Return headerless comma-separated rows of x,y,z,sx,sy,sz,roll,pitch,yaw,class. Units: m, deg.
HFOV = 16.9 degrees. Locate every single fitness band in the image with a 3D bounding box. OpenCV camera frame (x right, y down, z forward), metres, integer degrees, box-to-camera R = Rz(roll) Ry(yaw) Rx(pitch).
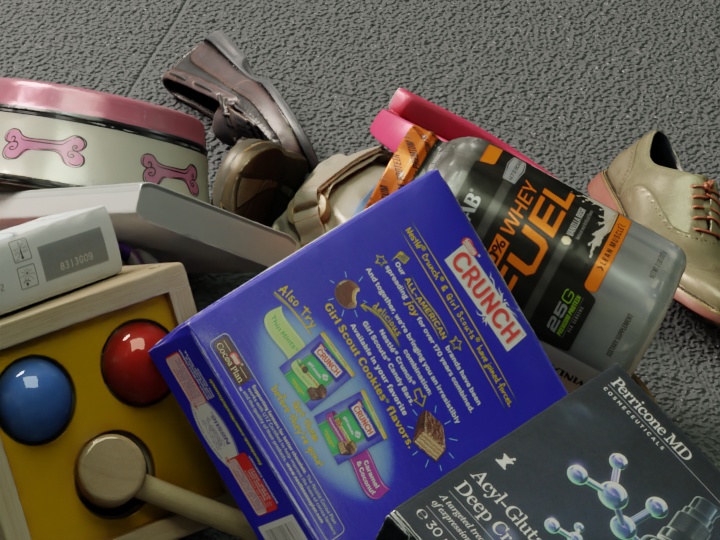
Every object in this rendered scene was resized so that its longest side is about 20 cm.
0.090,-0.070,1.741,0.199,0.038,0.144,20,17,-50,fitness band

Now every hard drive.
-0.154,-0.026,1.614,0.131,0.027,0.199,21,-13,-39,hard drive

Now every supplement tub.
0.098,-0.005,1.563,0.199,0.123,0.123,28,40,3,supplement tub

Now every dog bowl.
-0.195,-0.083,1.698,0.198,0.074,0.200,9,-4,1,dog bowl

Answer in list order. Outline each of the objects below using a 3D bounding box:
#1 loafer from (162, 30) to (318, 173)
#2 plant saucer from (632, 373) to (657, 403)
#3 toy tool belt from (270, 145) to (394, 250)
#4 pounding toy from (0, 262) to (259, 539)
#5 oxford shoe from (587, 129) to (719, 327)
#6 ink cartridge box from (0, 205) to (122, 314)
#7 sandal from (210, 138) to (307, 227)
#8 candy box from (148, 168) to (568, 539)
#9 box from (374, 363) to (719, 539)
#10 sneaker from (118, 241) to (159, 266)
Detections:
-0.093,-0.116,1.861,0.063,0.072,0.200,-29,37,-8,loafer
0.098,0.109,1.581,0.198,0.036,0.201,2,37,-2,plant saucer
0.000,0.000,1.653,0.122,0.126,0.200,7,36,20,toy tool belt
-0.145,0.109,1.452,0.183,0.202,0.142,-19,7,-27,pounding toy
0.229,-0.032,1.733,0.070,0.075,0.200,25,22,-38,oxford shoe
-0.267,0.010,1.481,0.160,0.048,0.199,-22,11,-42,ink cartridge box
-0.079,-0.052,1.672,0.054,0.082,0.200,20,-2,12,sandal
0.003,0.063,1.435,0.199,0.077,0.170,-31,91,-29,candy box
0.117,0.175,1.402,0.199,0.107,0.149,-30,67,-36,box
-0.179,0.013,1.629,0.200,0.115,0.072,30,46,34,sneaker
